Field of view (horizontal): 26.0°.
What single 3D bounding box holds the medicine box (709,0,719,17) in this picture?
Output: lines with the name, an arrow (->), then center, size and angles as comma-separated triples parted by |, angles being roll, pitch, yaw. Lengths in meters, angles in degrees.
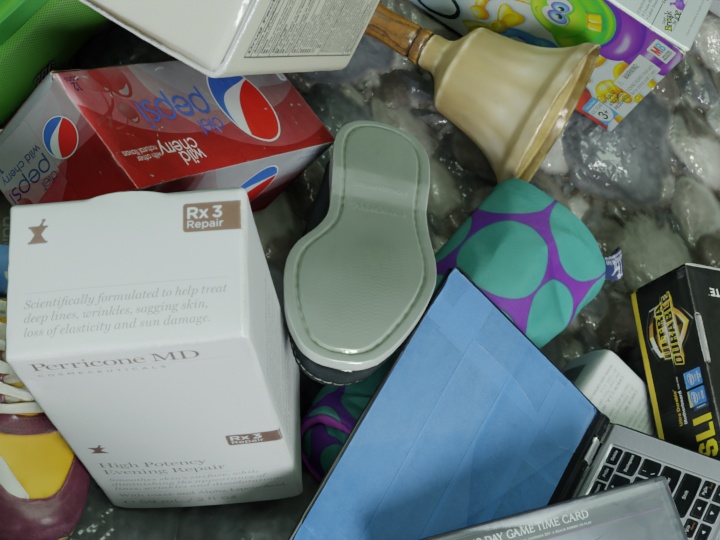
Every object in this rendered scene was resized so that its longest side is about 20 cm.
medicine box -> 0.289, -0.258, 1.043 | 0.200, 0.103, 0.183 | 35, 60, -2

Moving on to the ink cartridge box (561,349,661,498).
ink cartridge box -> 0.152, 0.168, 0.842 | 0.200, 0.057, 0.163 | 46, 58, -13

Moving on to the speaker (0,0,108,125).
speaker -> -0.195, -0.124, 0.812 | 0.088, 0.088, 0.200 | 38, 60, -1

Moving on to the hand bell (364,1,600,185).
hand bell -> 0.029, -0.134, 0.916 | 0.199, 0.104, 0.104 | 31, 59, 10

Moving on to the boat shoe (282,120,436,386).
boat shoe -> 0.000, 0.000, 0.790 | 0.075, 0.061, 0.200 | 17, 36, 2

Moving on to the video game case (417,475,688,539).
video game case -> 0.104, 0.202, 0.683 | 0.142, 0.019, 0.201 | -11, 72, -17

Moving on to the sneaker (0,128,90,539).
sneaker -> -0.168, 0.031, 0.749 | 0.075, 0.090, 0.201 | -6, 68, -22

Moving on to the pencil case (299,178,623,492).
pencil case -> 0.053, 0.044, 0.829 | 0.200, 0.085, 0.093 | -47, 132, -30

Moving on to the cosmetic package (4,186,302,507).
cosmetic package -> -0.085, 0.042, 0.699 | 0.101, 0.200, 0.074 | -5, 65, 4

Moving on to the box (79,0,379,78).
box -> -0.055, -0.180, 0.799 | 0.109, 0.128, 0.200 | 30, 15, 11

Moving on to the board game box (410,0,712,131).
board game box -> 0.109, -0.196, 0.948 | 0.199, 0.103, 0.105 | 33, 60, -4

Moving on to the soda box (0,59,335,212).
soda box -> -0.094, -0.060, 0.778 | 0.070, 0.063, 0.200 | 53, 27, 8

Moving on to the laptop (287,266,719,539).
laptop -> 0.097, 0.128, 0.727 | 0.199, 0.116, 0.188 | 18, 61, 27

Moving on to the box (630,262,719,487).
box -> 0.251, 0.087, 0.877 | 0.199, 0.049, 0.161 | 8, 64, -34
